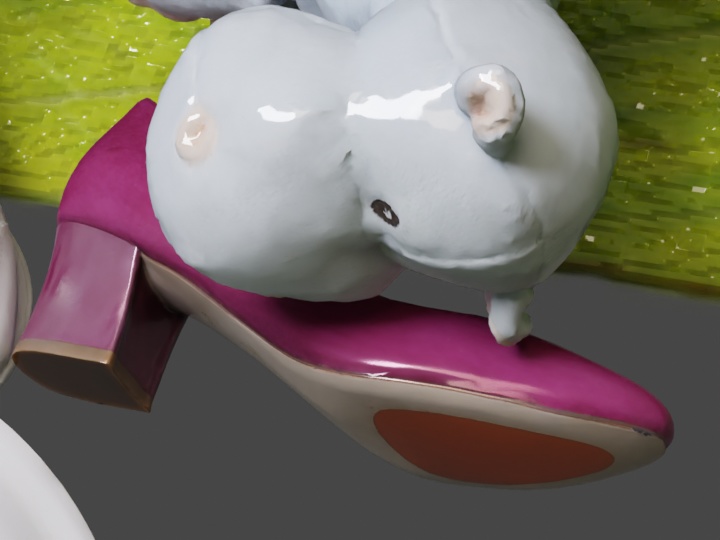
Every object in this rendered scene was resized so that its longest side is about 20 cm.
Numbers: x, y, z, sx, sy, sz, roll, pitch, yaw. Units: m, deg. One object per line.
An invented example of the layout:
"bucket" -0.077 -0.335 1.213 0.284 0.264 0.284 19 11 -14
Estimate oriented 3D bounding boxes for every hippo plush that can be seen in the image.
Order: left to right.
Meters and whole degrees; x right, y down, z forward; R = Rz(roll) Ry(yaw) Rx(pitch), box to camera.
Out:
"hippo plush" 0.020 -0.054 0.707 0.199 0.160 0.162 -4 59 6

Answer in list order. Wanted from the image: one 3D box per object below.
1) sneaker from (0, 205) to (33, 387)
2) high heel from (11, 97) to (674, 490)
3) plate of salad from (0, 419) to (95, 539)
"sneaker" -0.157 -0.044 0.784 0.075 0.100 0.201 -22 59 -1
"high heel" 0.000 0.000 0.737 0.199 0.068 0.097 11 64 19
"plate of salad" -0.159 0.116 0.683 0.199 0.048 0.201 0 90 -11
